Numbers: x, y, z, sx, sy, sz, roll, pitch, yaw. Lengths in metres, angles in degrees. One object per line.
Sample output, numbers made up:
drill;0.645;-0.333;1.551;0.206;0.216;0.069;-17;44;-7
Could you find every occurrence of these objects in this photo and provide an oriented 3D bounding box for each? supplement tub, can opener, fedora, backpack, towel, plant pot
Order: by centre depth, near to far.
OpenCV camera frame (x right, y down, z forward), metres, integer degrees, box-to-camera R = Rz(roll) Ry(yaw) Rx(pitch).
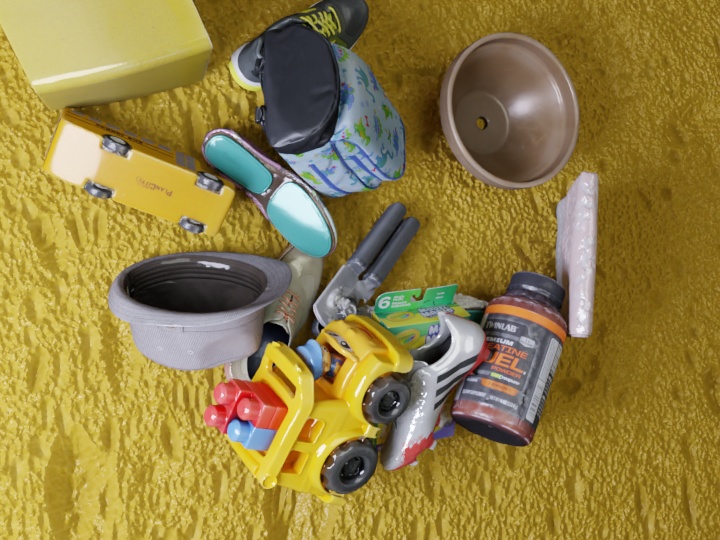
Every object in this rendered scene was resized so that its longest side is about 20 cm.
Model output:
plant pot;-0.282;-0.272;0.931;0.176;0.200;0.201;-27;98;-10
fedora;-0.173;0.049;0.975;0.199;0.177;0.091;0;115;0
backpack;-0.028;-0.165;1.029;0.153;0.200;0.164;-7;62;6
supplement tub;0.188;0.104;1.091;0.107;0.107;0.201;29;71;-20
can opener;0.000;0.000;1.111;0.053;0.067;0.200;45;58;-15
towel;0.279;-0.013;1.162;0.032;0.191;0.201;2;85;5
plant pot;0.181;-0.202;1.175;0.200;0.093;0.202;2;85;-23

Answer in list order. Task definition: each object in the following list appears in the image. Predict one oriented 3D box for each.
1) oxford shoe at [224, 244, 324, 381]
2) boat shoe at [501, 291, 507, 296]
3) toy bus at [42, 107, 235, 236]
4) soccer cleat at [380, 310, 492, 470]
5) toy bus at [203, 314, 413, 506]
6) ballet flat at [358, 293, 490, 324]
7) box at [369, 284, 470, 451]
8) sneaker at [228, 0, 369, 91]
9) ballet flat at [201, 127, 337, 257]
oxford shoe;-0.088;0.051;1.049;0.071;0.074;0.201;28;75;-18
boat shoe;0.200;0.125;1.185;0.075;0.074;0.203;48;53;-55
toy bus;-0.242;-0.107;0.984;0.199;0.078;0.065;20;106;-21
soccer cleat;0.071;0.139;1.035;0.085;0.069;0.200;34;93;-26
toy bus;-0.066;0.139;0.975;0.191;0.136;0.201;20;102;-39
ballet flat;0.082;0.054;1.133;0.199;0.072;0.072;-8;90;-26
box;0.068;0.117;1.086;0.117;0.048;0.201;-7;114;-24
sneaker;-0.061;-0.279;1.077;0.200;0.085;0.075;-36;102;-21
ballet flat;-0.100;-0.099;1.054;0.200;0.071;0.069;41;112;-7
